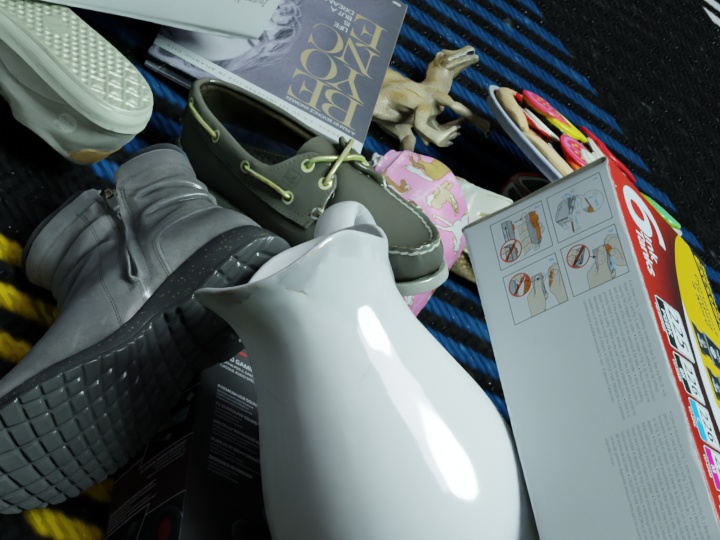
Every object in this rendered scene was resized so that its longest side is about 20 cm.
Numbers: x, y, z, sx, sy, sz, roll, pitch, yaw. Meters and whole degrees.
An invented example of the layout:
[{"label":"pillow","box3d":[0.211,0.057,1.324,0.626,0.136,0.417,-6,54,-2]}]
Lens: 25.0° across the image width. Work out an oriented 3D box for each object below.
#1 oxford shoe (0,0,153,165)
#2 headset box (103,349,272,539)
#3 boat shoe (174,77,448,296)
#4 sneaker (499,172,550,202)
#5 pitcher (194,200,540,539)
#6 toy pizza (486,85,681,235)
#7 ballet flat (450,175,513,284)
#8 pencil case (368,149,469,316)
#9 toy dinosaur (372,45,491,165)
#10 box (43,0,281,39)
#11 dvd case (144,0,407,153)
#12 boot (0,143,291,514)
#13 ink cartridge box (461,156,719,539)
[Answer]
[{"label":"oxford shoe","box3d":[-0.194,-0.132,0.892,0.200,0.058,0.075,46,34,15]},{"label":"headset box","box3d":[-0.048,0.125,0.818,0.148,0.075,0.202,33,40,-27]},{"label":"boat shoe","box3d":[-0.031,-0.048,0.912,0.201,0.061,0.072,30,38,34]},{"label":"sneaker","box3d":[0.169,-0.013,1.221,0.199,0.077,0.085,36,21,-29]},{"label":"pitcher","box3d":[0.013,0.071,0.750,0.202,0.120,0.172,67,20,-9]},{"label":"toy pizza","box3d":[0.170,-0.070,1.174,0.200,0.032,0.201,41,14,-13]},{"label":"ballet flat","box3d":[0.098,-0.019,1.124,0.199,0.065,0.071,35,49,-23]},{"label":"pencil case","box3d":[0.000,0.000,0.981,0.086,0.083,0.200,28,35,8]},{"label":"toy dinosaur","box3d":[0.027,-0.113,1.154,0.101,0.058,0.199,47,37,21]},{"label":"box","box3d":[-0.145,-0.254,0.941,0.199,0.131,0.199,2,41,-49]},{"label":"dvd case","box3d":[-0.050,-0.159,1.083,0.147,0.016,0.201,27,40,-9]},{"label":"boot","box3d":[-0.136,0.025,0.798,0.199,0.131,0.070,-34,132,-21]},{"label":"ink cartridge box","box3d":[0.141,0.078,0.769,0.175,0.083,0.202,35,35,-51]}]
